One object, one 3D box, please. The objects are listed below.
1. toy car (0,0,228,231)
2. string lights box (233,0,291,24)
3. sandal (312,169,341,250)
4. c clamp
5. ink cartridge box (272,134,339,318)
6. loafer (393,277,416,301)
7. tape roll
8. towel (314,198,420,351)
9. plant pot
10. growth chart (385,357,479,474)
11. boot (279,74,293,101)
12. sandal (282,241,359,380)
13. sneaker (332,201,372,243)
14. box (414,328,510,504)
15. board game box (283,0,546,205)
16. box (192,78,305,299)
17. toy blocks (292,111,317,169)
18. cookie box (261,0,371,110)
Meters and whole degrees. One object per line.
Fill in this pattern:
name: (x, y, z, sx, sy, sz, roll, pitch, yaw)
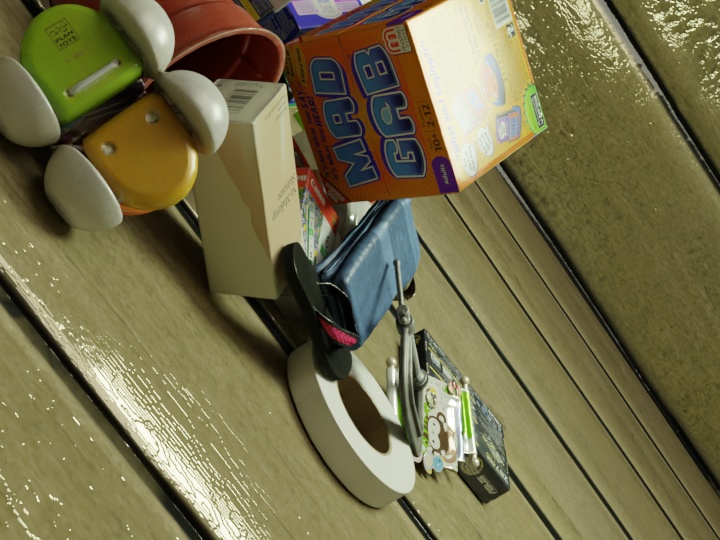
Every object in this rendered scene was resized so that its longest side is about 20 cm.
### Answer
toy car: (-0.230, -0.138, 1.210, 0.200, 0.175, 0.150, 55, -20, -8)
string lights box: (-0.181, -0.297, 1.549, 0.103, 0.200, 0.059, 54, 15, -11)
sandal: (-0.073, -0.052, 1.648, 0.059, 0.079, 0.207, 27, 35, -33)
c clamp: (0.061, 0.115, 1.574, 0.201, 0.027, 0.172, 78, 10, -50)
ink cartridge box: (-0.066, -0.058, 1.538, 0.109, 0.050, 0.201, 60, 34, -54)
loafer: (0.043, -0.017, 1.819, 0.200, 0.067, 0.076, 75, 32, -67)
tape roll: (-0.009, 0.164, 1.489, 0.203, 0.037, 0.203, 52, 16, -20)
towel: (0.011, -0.002, 1.567, 0.200, 0.048, 0.112, -53, 137, -50)
plant pot: (-0.212, -0.246, 1.396, 0.196, 0.201, 0.201, 54, 13, 18)
growth chart: (0.089, 0.185, 1.692, 0.200, 0.018, 0.146, 21, 53, -50)
boot: (-0.153, -0.227, 1.616, 0.077, 0.138, 0.201, 40, 22, -49)
sandal: (-0.032, 0.046, 1.408, 0.200, 0.045, 0.075, 69, 12, -48)
sneaker: (0.000, 0.000, 1.648, 0.088, 0.075, 0.201, 23, 59, -31)
box: (0.129, 0.196, 1.844, 0.200, 0.049, 0.161, 51, 15, -21)
board game box: (0.063, -0.213, 1.588, 0.200, 0.199, 0.201, -36, 114, -43)
box: (-0.114, -0.080, 1.354, 0.095, 0.077, 0.201, -60, 151, -51)
toy blocks: (-0.038, -0.134, 1.925, 0.201, 0.100, 0.137, 57, 3, -4)
cookie box: (-0.081, -0.286, 1.744, 0.171, 0.200, 0.076, -15, 72, -41)
